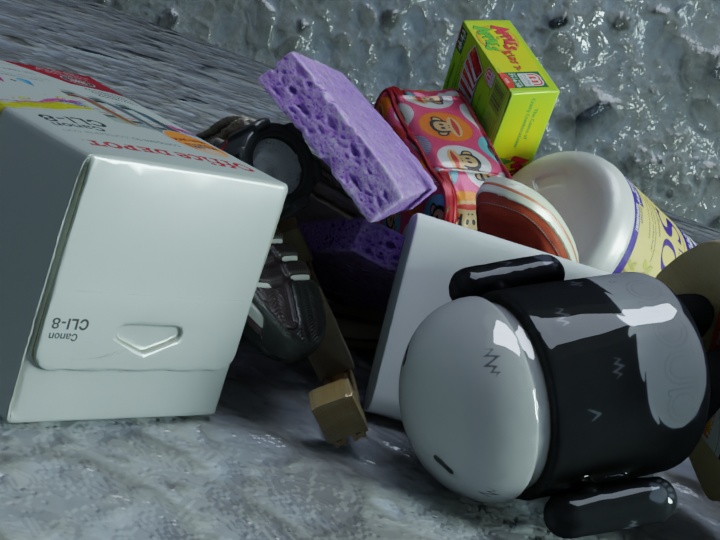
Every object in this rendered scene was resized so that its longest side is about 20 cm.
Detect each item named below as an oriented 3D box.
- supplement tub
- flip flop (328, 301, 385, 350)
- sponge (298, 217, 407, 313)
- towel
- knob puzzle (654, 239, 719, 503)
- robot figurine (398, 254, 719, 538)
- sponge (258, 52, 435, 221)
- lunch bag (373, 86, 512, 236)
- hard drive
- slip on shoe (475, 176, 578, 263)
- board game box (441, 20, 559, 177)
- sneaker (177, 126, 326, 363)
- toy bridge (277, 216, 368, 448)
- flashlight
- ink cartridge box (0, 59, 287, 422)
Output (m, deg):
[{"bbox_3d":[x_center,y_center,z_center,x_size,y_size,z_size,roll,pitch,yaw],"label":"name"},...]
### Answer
[{"bbox_3d":[0.207,0.004,1.086,0.200,0.146,0.145,33,0,-41],"label":"supplement tub"},{"bbox_3d":[-0.057,0.015,0.922,0.200,0.058,0.081,12,14,-29],"label":"flip flop"},{"bbox_3d":[0.000,0.000,0.945,0.111,0.030,0.200,29,-12,-24],"label":"sponge"},{"bbox_3d":[-0.081,-0.061,0.995,0.132,0.035,0.200,31,-19,-20],"label":"towel"},{"bbox_3d":[0.239,0.066,0.773,0.030,0.220,0.220,-13,22,-15],"label":"knob puzzle"},{"bbox_3d":[0.120,0.068,0.751,0.200,0.125,0.150,-8,17,-21],"label":"robot figurine"},{"bbox_3d":[-0.002,-0.088,0.856,0.112,0.030,0.200,51,10,2],"label":"sponge"},{"bbox_3d":[0.055,-0.040,1.063,0.082,0.176,0.200,0,37,-18],"label":"lunch bag"},{"bbox_3d":[0.112,0.054,0.847,0.200,0.132,0.027,17,-10,-13],"label":"hard drive"},{"bbox_3d":[0.114,0.018,0.913,0.074,0.200,0.061,19,51,30],"label":"slip on shoe"},{"bbox_3d":[0.102,-0.105,1.115,0.048,0.200,0.102,-5,46,-23],"label":"board game box"},{"bbox_3d":[-0.108,0.008,0.802,0.076,0.116,0.200,6,39,-51],"label":"sneaker"},{"bbox_3d":[-0.026,0.042,0.818,0.027,0.067,0.200,-23,36,1],"label":"toy bridge"},{"bbox_3d":[-0.108,-0.047,0.906,0.068,0.068,0.200,2,-15,-36],"label":"flashlight"},{"bbox_3d":[-0.169,-0.023,0.714,0.200,0.145,0.145,30,16,37],"label":"ink cartridge box"}]
